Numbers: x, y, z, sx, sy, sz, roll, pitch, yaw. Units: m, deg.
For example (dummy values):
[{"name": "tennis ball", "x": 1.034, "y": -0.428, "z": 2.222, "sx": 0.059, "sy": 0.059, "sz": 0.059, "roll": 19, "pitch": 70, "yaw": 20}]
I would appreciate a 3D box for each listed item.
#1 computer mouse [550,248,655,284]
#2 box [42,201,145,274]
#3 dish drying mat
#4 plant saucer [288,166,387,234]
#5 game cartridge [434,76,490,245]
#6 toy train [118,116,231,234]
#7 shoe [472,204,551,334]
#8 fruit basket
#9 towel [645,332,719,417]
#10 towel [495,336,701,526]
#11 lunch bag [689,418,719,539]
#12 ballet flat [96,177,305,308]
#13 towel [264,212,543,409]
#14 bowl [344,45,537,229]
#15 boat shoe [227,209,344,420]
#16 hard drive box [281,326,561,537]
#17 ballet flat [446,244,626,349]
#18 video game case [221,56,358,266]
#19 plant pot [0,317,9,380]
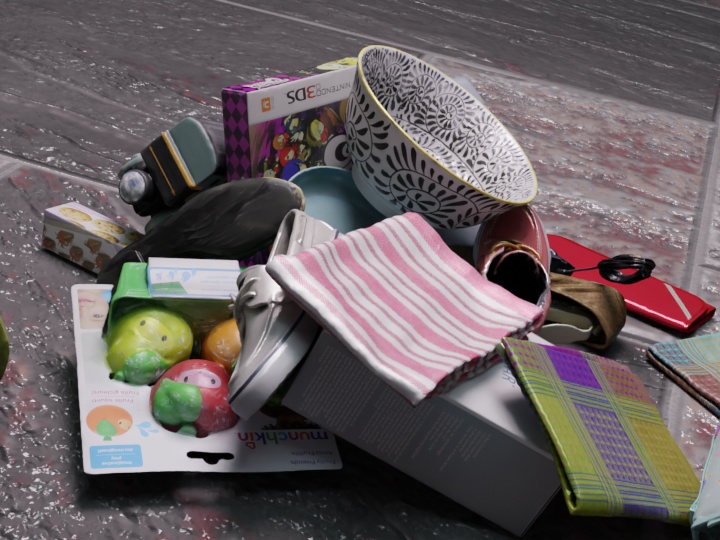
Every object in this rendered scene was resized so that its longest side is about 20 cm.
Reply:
[{"name": "computer mouse", "x": 0.197, "y": -0.011, "z": 1.164, "sx": 0.059, "sy": 0.034, "sz": 0.200, "roll": 28, "pitch": -16, "yaw": -36}, {"name": "box", "x": -0.200, "y": -0.008, "z": 1.107, "sx": 0.200, "sy": 0.039, "sz": 0.041, "roll": 24, "pitch": 28, "yaw": 26}, {"name": "dish drying mat", "x": 0.255, "y": 0.009, "z": 1.256, "sx": 0.200, "sy": 0.018, "sz": 0.077, "roll": 27, "pitch": 33, "yaw": 29}, {"name": "plant saucer", "x": 0.000, "y": 0.000, "z": 1.078, "sx": 0.200, "sy": 0.027, "sz": 0.201, "roll": 27, "pitch": 44, "yaw": -30}, {"name": "game cartridge", "x": 0.095, "y": -0.103, "z": 1.263, "sx": 0.133, "sy": 0.042, "sz": 0.201, "roll": -14, "pitch": 75, "yaw": -24}, {"name": "toy train", "x": -0.134, "y": -0.083, "z": 1.144, "sx": 0.200, "sy": 0.114, "sz": 0.085, "roll": 3, "pitch": 57, "yaw": -63}, {"name": "shoe", "x": 0.135, "y": -0.001, "z": 1.070, "sx": 0.071, "sy": 0.091, "sz": 0.201, "roll": 11, "pitch": 54, "yaw": 1}, {"name": "fruit basket", "x": -0.119, "y": 0.072, "z": 0.927, "sx": 0.185, "sy": 0.094, "sz": 0.200, "roll": 2, "pitch": 32, "yaw": -17}, {"name": "towel", "x": 0.380, "y": 0.094, "z": 1.134, "sx": 0.199, "sy": 0.022, "sz": 0.147, "roll": -7, "pitch": 31, "yaw": -30}, {"name": "towel", "x": 0.179, "y": 0.120, "z": 0.892, "sx": 0.200, "sy": 0.023, "sz": 0.144, "roll": 16, "pitch": 42, "yaw": -48}, {"name": "lunch bag", "x": 0.342, "y": 0.164, "z": 0.881, "sx": 0.199, "sy": 0.122, "sz": 0.170, "roll": 12, "pitch": 27, "yaw": 18}, {"name": "ballet flat", "x": -0.131, "y": -0.022, "z": 1.026, "sx": 0.057, "sy": 0.200, "sz": 0.067, "roll": 25, "pitch": 43, "yaw": -64}, {"name": "towel", "x": 0.037, "y": 0.018, "z": 0.892, "sx": 0.146, "sy": 0.030, "sz": 0.200, "roll": 40, "pitch": 29, "yaw": 18}, {"name": "bowl", "x": 0.053, "y": -0.101, "z": 1.113, "sx": 0.200, "sy": 0.094, "sz": 0.201, "roll": 32, "pitch": 28, "yaw": -19}, {"name": "boat shoe", "x": -0.062, "y": 0.024, "z": 0.896, "sx": 0.066, "sy": 0.072, "sz": 0.200, "roll": 36, "pitch": 44, "yaw": -8}, {"name": "hard drive box", "x": 0.058, "y": 0.082, "z": 0.924, "sx": 0.200, "sy": 0.077, "sz": 0.156, "roll": 30, "pitch": 27, "yaw": -4}, {"name": "ballet flat", "x": 0.146, "y": 0.030, "z": 1.144, "sx": 0.199, "sy": 0.068, "sz": 0.072, "roll": 17, "pitch": 43, "yaw": 3}, {"name": "video game case", "x": -0.049, "y": -0.081, "z": 1.126, "sx": 0.036, "sy": 0.201, "sz": 0.181, "roll": 12, "pitch": 23, "yaw": 36}, {"name": "plant pot", "x": -0.345, "y": 0.018, "z": 0.872, "sx": 0.200, "sy": 0.201, "sz": 0.184, "roll": -12, "pitch": 46, "yaw": -37}]
